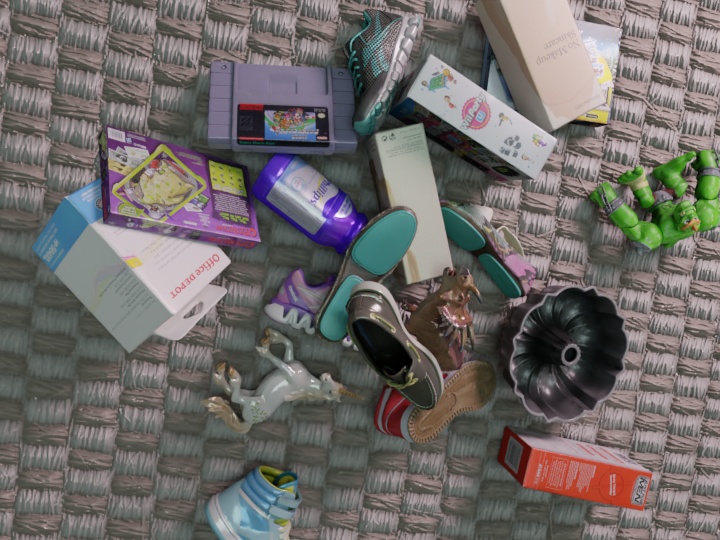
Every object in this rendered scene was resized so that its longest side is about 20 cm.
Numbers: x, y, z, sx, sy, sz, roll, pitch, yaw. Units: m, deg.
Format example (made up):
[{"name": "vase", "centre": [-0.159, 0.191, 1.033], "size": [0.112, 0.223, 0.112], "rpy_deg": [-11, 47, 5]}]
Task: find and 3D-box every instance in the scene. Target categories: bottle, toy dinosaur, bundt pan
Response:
[{"name": "bottle", "centre": [-0.051, -0.080, 0.837], "size": [0.199, 0.065, 0.084], "rpy_deg": [37, 45, -9]}, {"name": "toy dinosaur", "centre": [0.110, 0.090, 0.823], "size": [0.087, 0.133, 0.202], "rpy_deg": [-61, 142, -33]}, {"name": "bundt pan", "centre": [0.290, 0.115, 0.901], "size": [0.197, 0.076, 0.207], "rpy_deg": [-3, 100, -16]}]

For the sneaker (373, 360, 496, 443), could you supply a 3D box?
[{"name": "sneaker", "centre": [0.106, 0.186, 0.899], "size": [0.197, 0.111, 0.073], "rpy_deg": [-21, 96, -37]}]

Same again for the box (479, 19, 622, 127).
[{"name": "box", "centre": [0.276, -0.295, 0.893], "size": [0.195, 0.038, 0.140], "rpy_deg": [6, 94, -9]}]

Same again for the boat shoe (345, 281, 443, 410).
[{"name": "boat shoe", "centre": [0.042, 0.108, 0.754], "size": [0.071, 0.061, 0.203], "rpy_deg": [-18, 120, 27]}]

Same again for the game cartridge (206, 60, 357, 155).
[{"name": "game cartridge", "centre": [-0.103, -0.217, 0.815], "size": [0.195, 0.039, 0.132], "rpy_deg": [0, 62, -9]}]

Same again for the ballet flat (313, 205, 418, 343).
[{"name": "ballet flat", "centre": [0.000, 0.000, 0.790], "size": [0.067, 0.075, 0.202], "rpy_deg": [32, 94, -13]}]

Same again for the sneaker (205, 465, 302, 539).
[{"name": "sneaker", "centre": [-0.113, 0.368, 0.866], "size": [0.130, 0.080, 0.201], "rpy_deg": [-39, 100, -3]}]

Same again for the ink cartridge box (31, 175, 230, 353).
[{"name": "ink cartridge box", "centre": [-0.273, -0.009, 0.761], "size": [0.124, 0.129, 0.201], "rpy_deg": [-32, 101, 37]}]

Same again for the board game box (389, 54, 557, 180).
[{"name": "board game box", "centre": [0.144, -0.198, 0.826], "size": [0.197, 0.148, 0.065], "rpy_deg": [30, 92, -10]}]

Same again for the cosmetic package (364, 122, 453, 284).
[{"name": "cosmetic package", "centre": [0.065, -0.090, 0.845], "size": [0.069, 0.105, 0.205], "rpy_deg": [-13, 95, -6]}]

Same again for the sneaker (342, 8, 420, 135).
[{"name": "sneaker", "centre": [0.013, -0.272, 0.825], "size": [0.089, 0.078, 0.203], "rpy_deg": [19, 65, 1]}]

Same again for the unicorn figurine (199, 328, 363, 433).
[{"name": "unicorn figurine", "centre": [-0.114, 0.158, 0.859], "size": [0.198, 0.074, 0.139], "rpy_deg": [-31, 108, 9]}]

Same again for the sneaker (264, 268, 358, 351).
[{"name": "sneaker", "centre": [-0.031, 0.056, 0.857], "size": [0.196, 0.080, 0.090], "rpy_deg": [21, 84, -9]}]

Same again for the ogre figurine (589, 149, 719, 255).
[{"name": "ogre figurine", "centre": [0.459, -0.100, 0.914], "size": [0.196, 0.098, 0.122], "rpy_deg": [-15, 79, -23]}]

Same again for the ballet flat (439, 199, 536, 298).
[{"name": "ballet flat", "centre": [0.186, -0.046, 0.891], "size": [0.200, 0.069, 0.072], "rpy_deg": [44, 66, -15]}]

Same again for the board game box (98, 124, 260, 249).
[{"name": "board game box", "centre": [-0.220, -0.098, 0.758], "size": [0.197, 0.032, 0.122], "rpy_deg": [11, 52, -43]}]

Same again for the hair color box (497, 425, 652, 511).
[{"name": "hair color box", "centre": [0.318, 0.295, 0.916], "size": [0.195, 0.101, 0.063], "rpy_deg": [13, 92, -9]}]

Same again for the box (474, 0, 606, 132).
[{"name": "box", "centre": [0.243, -0.296, 0.828], "size": [0.094, 0.078, 0.203], "rpy_deg": [-28, 98, -6]}]
